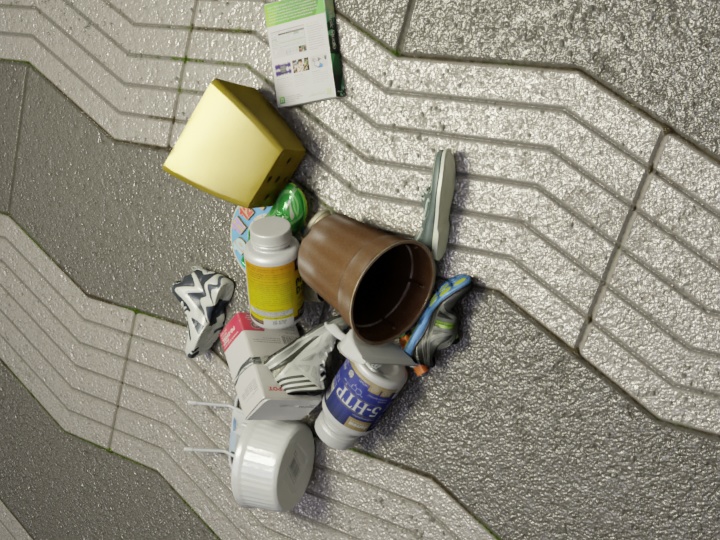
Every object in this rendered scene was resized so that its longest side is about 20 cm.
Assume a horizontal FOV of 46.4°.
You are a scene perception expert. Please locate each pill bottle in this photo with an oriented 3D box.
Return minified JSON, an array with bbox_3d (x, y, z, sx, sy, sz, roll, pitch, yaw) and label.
[{"bbox_3d":[-0.164,0.004,1.596,0.108,0.109,0.202,18,127,28],"label":"pill bottle"},{"bbox_3d":[-0.005,0.247,1.625,0.120,0.119,0.201,41,118,19],"label":"pill bottle"}]

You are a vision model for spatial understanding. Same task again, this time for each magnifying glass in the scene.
[{"bbox_3d":[0.072,0.108,1.608,0.079,0.022,0.201,-33,82,32],"label":"magnifying glass"}]

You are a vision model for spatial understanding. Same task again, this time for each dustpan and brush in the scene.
[{"bbox_3d":[-0.004,0.135,1.542,0.200,0.139,0.058,45,115,41],"label":"dustpan and brush"}]

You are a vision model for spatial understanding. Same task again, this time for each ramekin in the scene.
[{"bbox_3d":[-0.172,0.394,1.718,0.097,0.200,0.203,9,104,23],"label":"ramekin"}]

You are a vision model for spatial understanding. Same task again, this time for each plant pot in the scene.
[{"bbox_3d":[0.000,0.000,1.529,0.198,0.199,0.203,34,116,42],"label":"plant pot"},{"bbox_3d":[-0.226,-0.226,1.623,0.176,0.200,0.201,38,105,9],"label":"plant pot"}]

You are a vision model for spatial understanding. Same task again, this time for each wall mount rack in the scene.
[{"bbox_3d":[-0.302,0.363,1.861,0.172,0.074,0.203,17,107,29],"label":"wall mount rack"}]

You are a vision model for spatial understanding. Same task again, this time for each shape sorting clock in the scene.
[{"bbox_3d":[-0.189,-0.064,1.730,0.198,0.039,0.203,7,103,31],"label":"shape sorting clock"}]

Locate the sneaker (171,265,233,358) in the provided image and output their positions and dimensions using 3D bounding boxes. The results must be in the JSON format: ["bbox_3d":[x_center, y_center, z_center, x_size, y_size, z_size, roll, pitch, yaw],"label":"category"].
[{"bbox_3d":[-0.367,0.081,1.847,0.129,0.079,0.201,32,114,25],"label":"sneaker"}]

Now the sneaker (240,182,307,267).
[{"bbox_3d":[-0.170,-0.078,1.652,0.074,0.083,0.201,35,108,13],"label":"sneaker"}]

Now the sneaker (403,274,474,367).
[{"bbox_3d":[0.154,0.092,1.536,0.082,0.071,0.201,28,112,-1],"label":"sneaker"}]

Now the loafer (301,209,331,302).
[{"bbox_3d":[-0.076,-0.024,1.650,0.068,0.075,0.202,26,121,24],"label":"loafer"}]

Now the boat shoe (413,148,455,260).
[{"bbox_3d":[0.127,-0.120,1.500,0.061,0.073,0.203,13,111,25],"label":"boat shoe"}]

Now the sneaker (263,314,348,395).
[{"bbox_3d":[-0.082,0.174,1.631,0.116,0.200,0.076,58,151,1],"label":"sneaker"}]

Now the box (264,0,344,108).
[{"bbox_3d":[-0.108,-0.423,1.613,0.143,0.036,0.203,-3,99,33],"label":"box"}]

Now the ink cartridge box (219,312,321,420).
[{"bbox_3d":[-0.179,0.192,1.669,0.084,0.144,0.201,-47,51,33],"label":"ink cartridge box"}]
